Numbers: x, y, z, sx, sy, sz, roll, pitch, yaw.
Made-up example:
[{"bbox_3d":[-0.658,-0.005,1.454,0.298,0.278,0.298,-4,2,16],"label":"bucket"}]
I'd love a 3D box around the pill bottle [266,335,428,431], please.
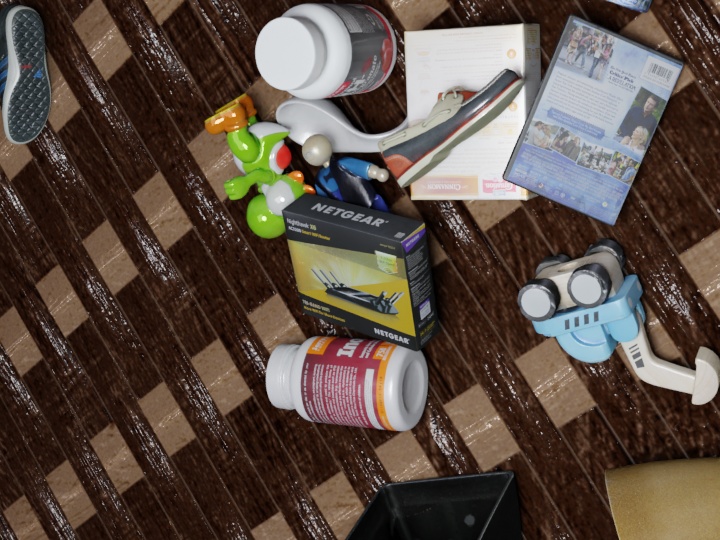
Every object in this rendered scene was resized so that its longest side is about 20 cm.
[{"bbox_3d":[-0.020,0.145,1.548,0.197,0.113,0.115,2,101,27],"label":"pill bottle"}]

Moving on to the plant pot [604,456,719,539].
[{"bbox_3d":[0.399,0.288,1.334,0.197,0.186,0.189,-19,91,15],"label":"plant pot"}]

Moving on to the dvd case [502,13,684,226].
[{"bbox_3d":[0.263,-0.170,1.350,0.141,0.018,0.203,22,101,1],"label":"dvd case"}]

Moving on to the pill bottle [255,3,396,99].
[{"bbox_3d":[-0.043,-0.265,1.433,0.109,0.199,0.113,6,104,26],"label":"pill bottle"}]

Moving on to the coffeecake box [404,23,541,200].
[{"bbox_3d":[0.137,-0.189,1.425,0.151,0.073,0.204,2,100,26],"label":"coffeecake box"}]

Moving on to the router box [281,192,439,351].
[{"bbox_3d":[0.000,0.000,1.493,0.198,0.052,0.160,16,129,38],"label":"router box"}]

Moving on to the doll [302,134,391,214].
[{"bbox_3d":[-0.004,-0.090,1.509,0.201,0.048,0.136,54,141,0],"label":"doll"}]

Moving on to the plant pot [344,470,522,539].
[{"bbox_3d":[0.103,0.390,1.493,0.197,0.200,0.180,-12,106,28],"label":"plant pot"}]

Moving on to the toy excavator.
[{"bbox_3d":[0.305,0.071,1.386,0.192,0.100,0.203,-16,105,31],"label":"toy excavator"}]

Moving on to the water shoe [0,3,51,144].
[{"bbox_3d":[-0.502,-0.291,1.757,0.079,0.071,0.204,28,115,50],"label":"water shoe"}]

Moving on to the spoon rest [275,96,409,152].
[{"bbox_3d":[-0.018,-0.184,1.505,0.197,0.100,0.061,2,57,24],"label":"spoon rest"}]

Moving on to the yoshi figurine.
[{"bbox_3d":[-0.138,-0.121,1.558,0.202,0.112,0.112,58,158,-14],"label":"yoshi figurine"}]

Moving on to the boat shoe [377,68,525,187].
[{"bbox_3d":[0.102,-0.175,1.368,0.199,0.071,0.063,-37,80,32],"label":"boat shoe"}]

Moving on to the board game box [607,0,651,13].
[{"bbox_3d":[0.261,-0.419,1.324,0.198,0.061,0.203,26,111,21],"label":"board game box"}]
